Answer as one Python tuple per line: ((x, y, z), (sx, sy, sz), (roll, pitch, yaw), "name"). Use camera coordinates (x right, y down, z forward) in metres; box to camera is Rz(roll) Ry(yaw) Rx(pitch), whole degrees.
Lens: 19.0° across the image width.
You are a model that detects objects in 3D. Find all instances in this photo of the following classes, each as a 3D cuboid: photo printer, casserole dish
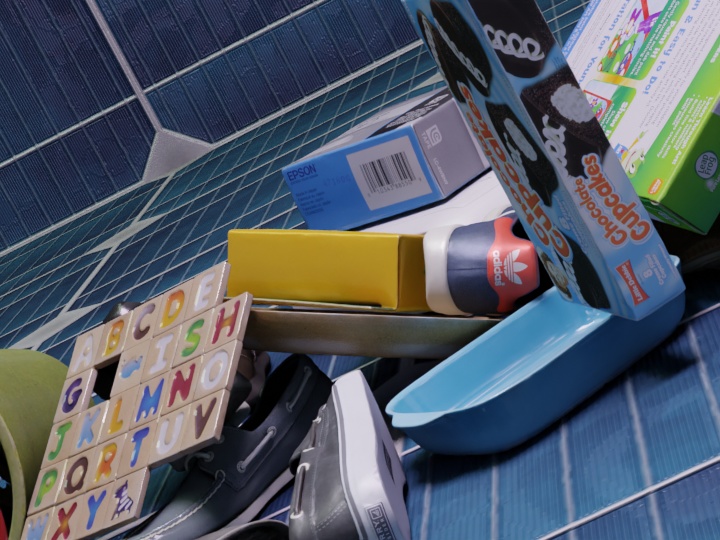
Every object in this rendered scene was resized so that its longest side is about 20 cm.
((0.064, -0.023, 1.597), (0.200, 0.069, 0.166), (-16, 14, 45), "photo printer")
((0.105, 0.051, 1.222), (0.200, 0.039, 0.121), (-32, 11, -28), "casserole dish")

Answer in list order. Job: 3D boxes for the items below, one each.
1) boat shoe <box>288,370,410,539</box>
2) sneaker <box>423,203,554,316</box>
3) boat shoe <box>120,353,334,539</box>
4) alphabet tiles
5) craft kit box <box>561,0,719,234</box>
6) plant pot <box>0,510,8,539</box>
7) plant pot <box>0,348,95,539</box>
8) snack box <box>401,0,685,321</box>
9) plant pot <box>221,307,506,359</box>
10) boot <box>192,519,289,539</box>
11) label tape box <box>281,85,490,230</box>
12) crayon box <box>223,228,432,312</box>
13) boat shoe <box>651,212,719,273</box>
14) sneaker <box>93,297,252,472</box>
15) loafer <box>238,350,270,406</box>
((-0.011, 0.107, 1.157), (0.057, 0.069, 0.200), (-22, 13, 4), "boat shoe")
((0.112, -0.005, 1.376), (0.084, 0.075, 0.200), (-3, 7, 24), "sneaker")
((-0.083, 0.118, 1.310), (0.200, 0.062, 0.073), (-36, 13, -39), "boat shoe")
((-0.137, 0.085, 1.317), (0.200, 0.008, 0.167), (-26, 42, 45), "alphabet tiles")
((0.191, -0.131, 1.301), (0.200, 0.049, 0.198), (-60, 23, -2), "craft kit box")
((-0.318, 0.176, 1.271), (0.182, 0.200, 0.200), (-10, 20, 42), "plant pot")
((-0.272, 0.128, 1.479), (0.200, 0.200, 0.190), (-23, -1, 23), "plant pot")
((0.097, -0.071, 1.171), (0.037, 0.200, 0.116), (-31, 11, -10), "snack box")
((0.003, 0.039, 1.352), (0.200, 0.028, 0.200), (2, 0, 0), "plant pot")
((-0.146, 0.197, 1.109), (0.200, 0.073, 0.182), (-11, 20, 38), "boot")
((0.058, -0.103, 1.641), (0.143, 0.066, 0.200), (-17, 15, 45), "label tape box")
((0.000, 0.000, 1.404), (0.127, 0.051, 0.200), (3, 1, 26), "crayon box")
((0.219, -0.032, 1.286), (0.065, 0.072, 0.200), (9, -12, -29), "boat shoe")
((-0.131, 0.068, 1.397), (0.077, 0.111, 0.200), (-50, -4, -4), "sneaker")
((-0.111, 0.061, 1.634), (0.073, 0.071, 0.200), (-29, 10, -6), "loafer")
